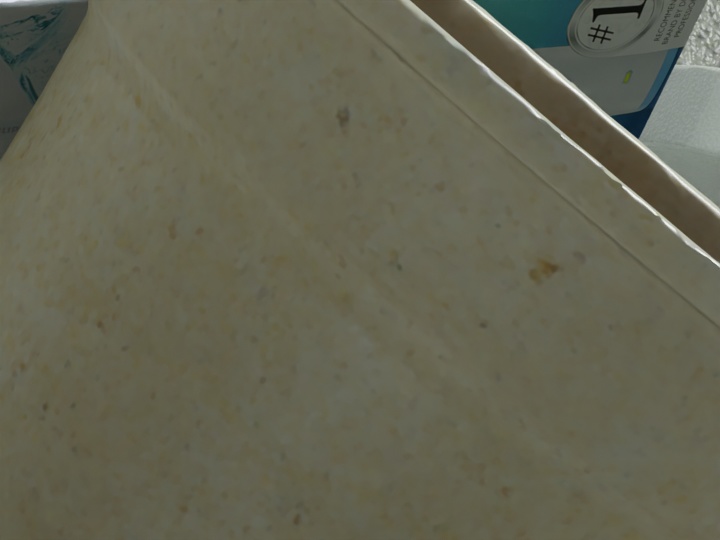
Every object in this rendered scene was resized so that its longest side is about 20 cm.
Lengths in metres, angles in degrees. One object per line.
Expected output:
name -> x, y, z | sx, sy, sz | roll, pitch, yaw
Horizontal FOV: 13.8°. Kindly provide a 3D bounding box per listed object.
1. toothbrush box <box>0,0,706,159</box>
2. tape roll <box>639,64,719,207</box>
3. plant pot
toothbrush box -> -0.041, -0.040, 0.668 | 0.200, 0.147, 0.085 | -5, 50, -27
tape roll -> 0.166, -0.004, 1.083 | 0.202, 0.037, 0.203 | 26, -17, 8
plant pot -> -0.014, 0.047, 0.529 | 0.200, 0.184, 0.200 | 39, 7, -6
